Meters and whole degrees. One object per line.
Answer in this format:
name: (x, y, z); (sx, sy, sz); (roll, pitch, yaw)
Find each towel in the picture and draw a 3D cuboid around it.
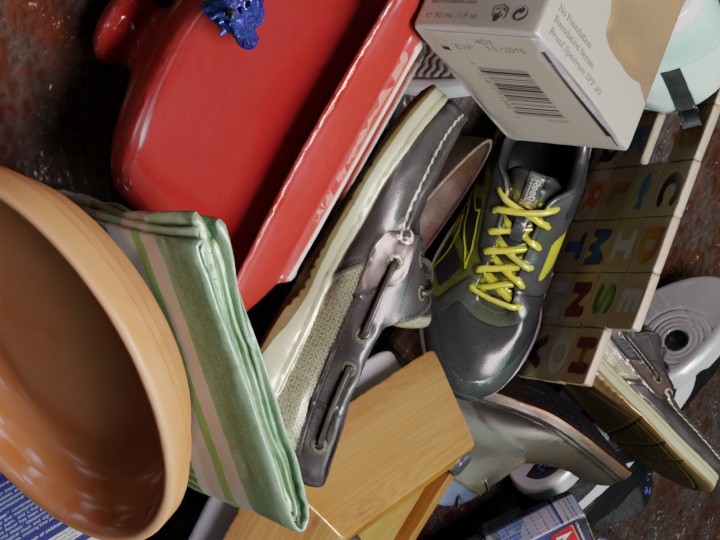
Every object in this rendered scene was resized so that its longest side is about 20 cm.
towel: (-0.103, 0.032, 0.923); (0.023, 0.199, 0.153); (-29, 114, -30)

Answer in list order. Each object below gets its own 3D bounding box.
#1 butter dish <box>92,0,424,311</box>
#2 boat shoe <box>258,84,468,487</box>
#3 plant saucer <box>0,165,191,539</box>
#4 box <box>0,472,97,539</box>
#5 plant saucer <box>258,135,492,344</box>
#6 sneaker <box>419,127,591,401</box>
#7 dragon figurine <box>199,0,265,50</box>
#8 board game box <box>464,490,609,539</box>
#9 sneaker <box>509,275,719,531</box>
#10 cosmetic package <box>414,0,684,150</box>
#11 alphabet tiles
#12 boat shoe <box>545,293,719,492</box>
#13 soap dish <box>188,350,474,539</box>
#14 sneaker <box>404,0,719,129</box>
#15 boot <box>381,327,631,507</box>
butter dish: (-0.062, -0.089, 0.963); (0.201, 0.147, 0.199); (-60, -179, 5)
boat shoe: (0.004, 0.010, 0.944); (0.202, 0.066, 0.072); (-60, 180, -2)
plant saucer: (-0.145, 0.034, 0.911); (0.037, 0.199, 0.201); (-36, 134, -34)
box: (-0.183, 0.148, 1.062); (0.121, 0.032, 0.201); (-30, 131, -27)
plant saucer: (0.000, 0.000, 1.078); (0.201, 0.032, 0.200); (-52, 173, -9)
sneaker: (0.084, -0.024, 1.138); (0.085, 0.074, 0.201); (92, 15, -80)
dragon figurine: (-0.092, -0.181, 0.826); (0.059, 0.099, 0.200); (-48, 136, -16)
board game box: (0.119, 0.228, 1.317); (0.199, 0.062, 0.201); (-26, 131, -4)
sneaker: (0.192, 0.098, 1.350); (0.200, 0.073, 0.112); (-42, 139, -4)
cosmetic package: (0.110, -0.169, 0.922); (0.105, 0.071, 0.201); (41, 66, -47)
alphabet tiles: (0.145, -0.029, 1.141); (0.008, 0.167, 0.201); (24, 83, -17)
boat shoe: (0.166, 0.060, 1.248); (0.200, 0.073, 0.065); (44, 72, -15)
soap dish: (-0.028, 0.152, 1.107); (0.157, 0.081, 0.201); (-29, 154, -48)
sneaker: (0.105, -0.112, 1.072); (0.118, 0.199, 0.074); (40, 50, -56)
boot: (0.076, 0.108, 1.236); (0.199, 0.075, 0.097); (32, 101, -27)
